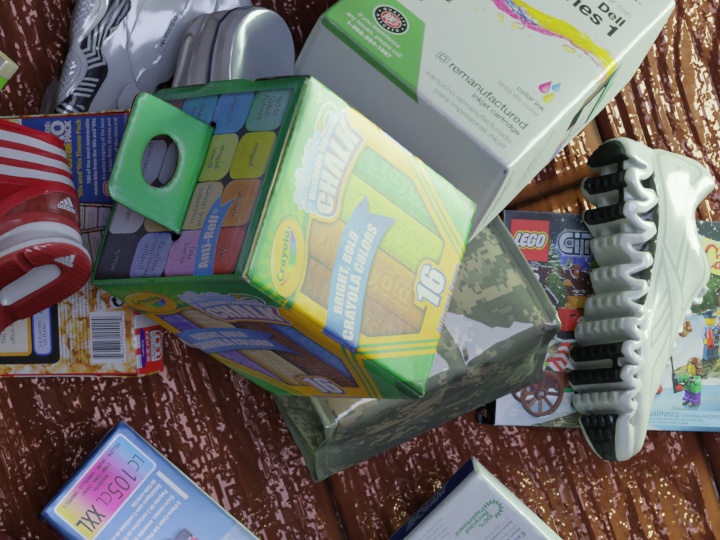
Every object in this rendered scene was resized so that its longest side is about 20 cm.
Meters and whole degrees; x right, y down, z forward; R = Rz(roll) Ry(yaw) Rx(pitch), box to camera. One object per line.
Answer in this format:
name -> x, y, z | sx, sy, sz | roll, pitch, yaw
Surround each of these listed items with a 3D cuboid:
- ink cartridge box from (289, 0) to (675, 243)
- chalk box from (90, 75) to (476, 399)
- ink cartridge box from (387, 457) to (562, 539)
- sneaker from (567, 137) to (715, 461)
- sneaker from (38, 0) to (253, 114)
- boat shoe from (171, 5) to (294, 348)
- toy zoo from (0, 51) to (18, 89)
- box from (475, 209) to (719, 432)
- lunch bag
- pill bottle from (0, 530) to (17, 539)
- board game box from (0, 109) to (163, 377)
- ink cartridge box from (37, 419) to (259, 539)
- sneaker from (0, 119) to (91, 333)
ink cartridge box -> 0.073, -0.133, 1.607 | 0.145, 0.084, 0.200 | 40, 51, 8
chalk box -> -0.053, -0.025, 1.453 | 0.200, 0.123, 0.125 | 34, 65, -42
ink cartridge box -> 0.071, 0.251, 1.661 | 0.200, 0.041, 0.200 | -44, 100, 8
sneaker -> 0.180, 0.020, 1.674 | 0.081, 0.075, 0.201 | 7, 89, -26
sneaker -> -0.125, -0.117, 1.609 | 0.114, 0.075, 0.201 | 14, 83, -15
boat shoe -> -0.085, -0.053, 1.558 | 0.073, 0.065, 0.201 | 21, 77, -45
toy zoo -> -0.304, -0.078, 1.534 | 0.131, 0.020, 0.200 | 41, 95, 16
box -> 0.175, 0.034, 1.726 | 0.199, 0.038, 0.137 | 2, 90, -18
lunch bag -> 0.000, 0.000, 1.627 | 0.163, 0.118, 0.201 | -24, 72, -14
pill bottle -> -0.199, 0.223, 1.572 | 0.199, 0.112, 0.113 | 31, 82, -15
board game box -> -0.216, -0.014, 1.547 | 0.199, 0.046, 0.152 | -1, 92, 15
ink cartridge box -> -0.092, 0.181, 1.573 | 0.200, 0.136, 0.076 | 40, 81, -2
sneaker -> -0.230, -0.016, 1.503 | 0.078, 0.199, 0.116 | 33, 43, -48
